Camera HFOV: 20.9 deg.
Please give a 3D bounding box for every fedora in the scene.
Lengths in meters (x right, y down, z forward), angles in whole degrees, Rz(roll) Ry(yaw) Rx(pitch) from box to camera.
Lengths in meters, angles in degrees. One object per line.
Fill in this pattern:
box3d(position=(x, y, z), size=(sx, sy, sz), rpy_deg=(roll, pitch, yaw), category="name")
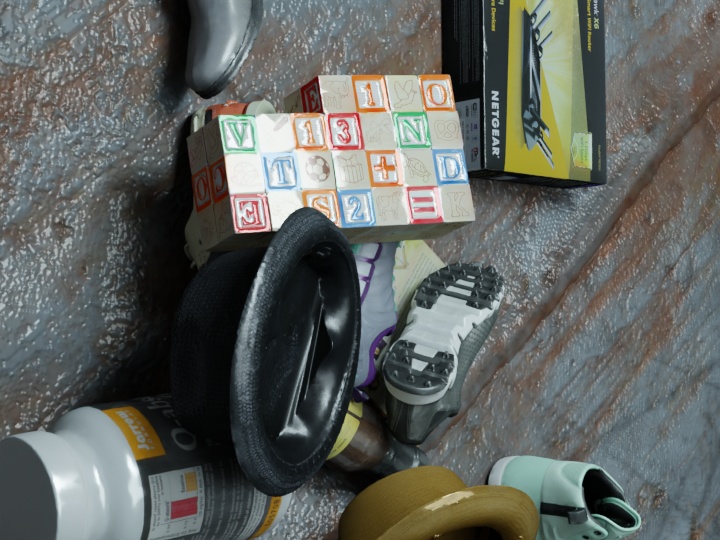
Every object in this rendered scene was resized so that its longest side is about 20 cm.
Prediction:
box3d(position=(0.039, 0.214, 1.510), size=(0.200, 0.201, 0.082), rpy_deg=(8, 39, -41), category="fedora")
box3d(position=(-0.073, 0.053, 1.342), size=(0.200, 0.091, 0.201), rpy_deg=(5, 90, -65), category="fedora")

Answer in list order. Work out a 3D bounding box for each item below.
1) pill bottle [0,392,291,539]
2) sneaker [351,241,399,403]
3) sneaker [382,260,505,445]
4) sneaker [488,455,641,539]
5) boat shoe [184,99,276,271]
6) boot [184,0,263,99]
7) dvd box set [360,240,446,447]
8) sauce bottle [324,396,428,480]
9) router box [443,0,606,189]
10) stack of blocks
box3d(position=(-0.154, 0.148, 1.366), size=(0.200, 0.116, 0.117), rpy_deg=(-7, 91, -42), category="pill bottle")
box3d(position=(0.000, 0.000, 1.513), size=(0.088, 0.074, 0.200), rpy_deg=(44, 56, -44), category="sneaker")
box3d(position=(0.062, 0.068, 1.560), size=(0.200, 0.066, 0.091), rpy_deg=(-56, 160, -52), category="sneaker")
box3d(position=(0.195, 0.248, 1.666), size=(0.074, 0.118, 0.201), rpy_deg=(-43, 115, -37), category="sneaker")
box3d(position=(-0.100, -0.031, 1.457), size=(0.071, 0.062, 0.201), rpy_deg=(31, 59, -66), category="boat shoe")
box3d(position=(-0.138, -0.236, 1.458), size=(0.131, 0.070, 0.200), rpy_deg=(26, 59, -34), category="boot")
box3d(position=(0.010, 0.027, 1.578), size=(0.200, 0.029, 0.147), rpy_deg=(46, 58, -28), category="dvd box set")
box3d(position=(-0.027, 0.118, 1.516), size=(0.200, 0.065, 0.065), rpy_deg=(36, 63, -33), category="sauce bottle")
box3d(position=(0.145, -0.177, 1.704), size=(0.157, 0.052, 0.201), rpy_deg=(3, 84, -42), category="router box")
box3d(position=(-0.023, -0.080, 1.429), size=(0.200, 0.059, 0.115), rpy_deg=(-4, 79, -29), category="stack of blocks")
